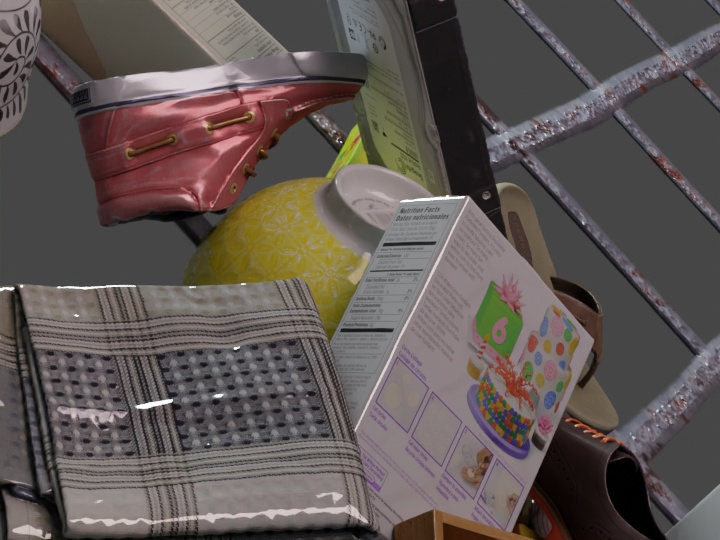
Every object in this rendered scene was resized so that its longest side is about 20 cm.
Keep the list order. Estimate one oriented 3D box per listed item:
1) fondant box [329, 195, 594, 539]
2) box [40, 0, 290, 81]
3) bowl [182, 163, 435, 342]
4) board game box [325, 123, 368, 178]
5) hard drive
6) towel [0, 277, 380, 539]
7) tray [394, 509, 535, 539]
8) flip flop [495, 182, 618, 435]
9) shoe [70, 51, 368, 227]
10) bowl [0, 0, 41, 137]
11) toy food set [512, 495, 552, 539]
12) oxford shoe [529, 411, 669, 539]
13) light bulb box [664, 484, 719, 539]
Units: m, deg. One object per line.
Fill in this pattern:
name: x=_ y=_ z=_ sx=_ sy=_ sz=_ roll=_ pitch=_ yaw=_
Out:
fondant box: x=0.044 y=0.079 z=1.276 sx=0.144 sy=0.058 sz=0.201 roll=46 pitch=59 yaw=-34
box: x=-0.151 y=-0.174 z=1.489 sx=0.200 sy=0.078 sz=0.095 roll=44 pitch=27 yaw=0
bowl: x=0.000 y=0.000 z=1.369 sx=0.199 sy=0.108 sz=0.201 roll=21 pitch=29 yaw=-12
board game box: x=0.024 y=-0.048 z=1.586 sx=0.101 sy=0.048 sz=0.200 roll=40 pitch=27 yaw=-7
hard drive: x=0.030 y=-0.120 z=1.427 sx=0.140 sy=0.038 sz=0.201 roll=40 pitch=-30 yaw=57
towel: x=-0.103 y=0.070 z=1.168 sx=0.199 sy=0.035 sz=0.193 roll=-1 pitch=44 yaw=-15
tray: x=0.067 y=0.238 z=1.184 sx=0.098 sy=0.037 sz=0.201 roll=21 pitch=57 yaw=-38
flip flop: x=0.144 y=0.025 z=1.609 sx=0.081 sy=0.057 sz=0.201 roll=2 pitch=66 yaw=-56
shoe: x=-0.082 y=-0.083 z=1.388 sx=0.199 sy=0.071 sz=0.092 roll=-10 pitch=89 yaw=-26
bowl: x=-0.261 y=-0.182 z=1.332 sx=0.200 sy=0.094 sz=0.201 roll=33 pitch=30 yaw=-22
toy food set: x=0.108 y=0.180 z=1.380 sx=0.197 sy=0.049 sz=0.201 roll=32 pitch=29 yaw=-23
oxford shoe: x=0.139 y=0.120 z=1.373 sx=0.071 sy=0.073 sz=0.201 roll=13 pitch=40 yaw=-45
light bulb box: x=0.341 y=0.248 z=1.520 sx=0.199 sy=0.125 sz=0.199 roll=23 pitch=33 yaw=-37
